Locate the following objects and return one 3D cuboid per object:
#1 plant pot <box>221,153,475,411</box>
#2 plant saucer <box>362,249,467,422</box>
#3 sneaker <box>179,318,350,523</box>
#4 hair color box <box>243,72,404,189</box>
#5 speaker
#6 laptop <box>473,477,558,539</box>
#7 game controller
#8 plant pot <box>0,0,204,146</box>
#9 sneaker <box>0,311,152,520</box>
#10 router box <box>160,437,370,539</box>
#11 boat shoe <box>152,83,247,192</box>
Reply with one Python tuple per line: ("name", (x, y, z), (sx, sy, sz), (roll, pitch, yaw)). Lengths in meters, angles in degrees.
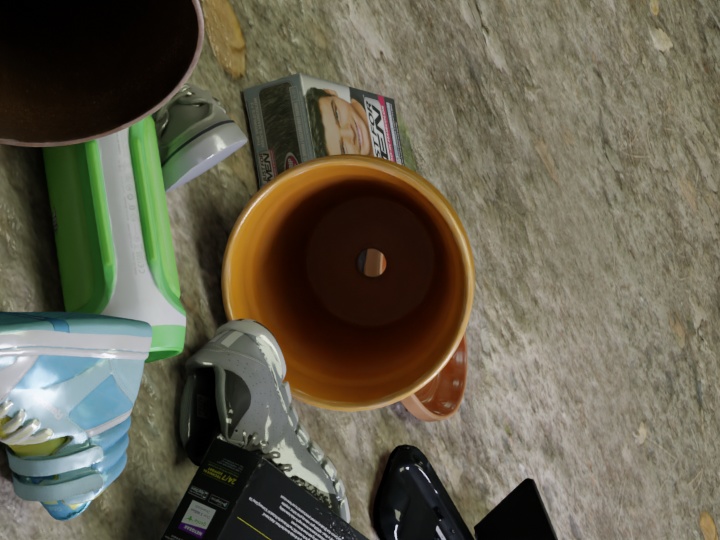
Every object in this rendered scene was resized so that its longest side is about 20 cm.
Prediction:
("plant pot", (0.000, 0.000, 1.517), (0.183, 0.199, 0.201), (-43, 118, -80))
("plant saucer", (0.050, 0.047, 1.773), (0.200, 0.032, 0.201), (42, 42, -54))
("sneaker", (-0.085, 0.145, 1.393), (0.115, 0.075, 0.201), (-33, 100, -58))
("hair color box", (-0.027, -0.111, 1.650), (0.200, 0.060, 0.100), (3, 75, -65))
("speaker", (-0.172, -0.037, 1.262), (0.088, 0.088, 0.201), (8, 71, -64))
("laptop", (0.187, 0.306, 1.731), (0.200, 0.103, 0.178), (27, 39, -59))
("game controller", (0.067, 0.258, 1.707), (0.200, 0.042, 0.105), (60, 43, -32))
("plant pot", (-0.210, -0.217, 1.192), (0.187, 0.186, 0.201), (44, 25, -51))
("sneaker", (-0.211, 0.092, 1.126), (0.199, 0.079, 0.131), (2, 94, -47))
("router box", (-0.072, 0.228, 1.314), (0.200, 0.051, 0.150), (45, 68, -49))
("boat shoe", (-0.128, -0.106, 1.350), (0.066, 0.072, 0.200), (58, 2, -8))
